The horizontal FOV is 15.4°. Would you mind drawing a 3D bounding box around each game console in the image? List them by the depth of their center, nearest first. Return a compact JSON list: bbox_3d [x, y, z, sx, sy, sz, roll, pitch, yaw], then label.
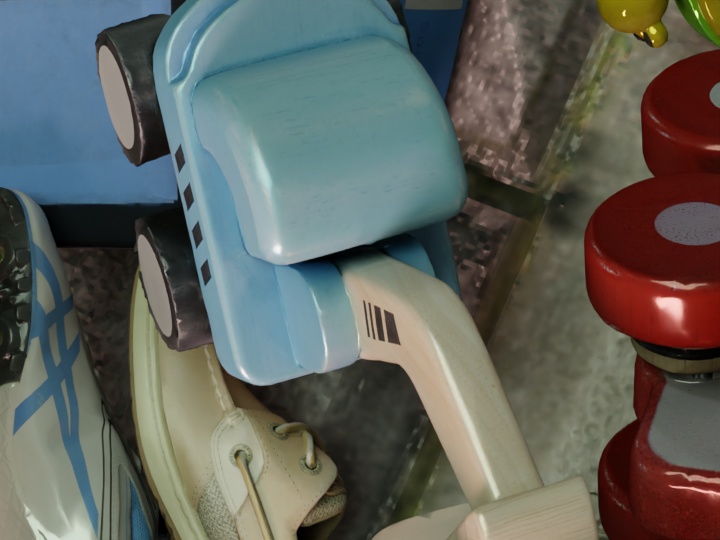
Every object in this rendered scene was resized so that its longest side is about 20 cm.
[{"bbox_3d":[-0.113,-0.097,0.967,0.199,0.031,0.178,2,100,29],"label":"game console"}]

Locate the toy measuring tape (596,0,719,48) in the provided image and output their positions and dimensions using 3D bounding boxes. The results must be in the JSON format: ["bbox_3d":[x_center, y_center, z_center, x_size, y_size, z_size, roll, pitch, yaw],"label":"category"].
[{"bbox_3d":[0.176,-0.121,0.922,0.199,0.074,0.074,-24,67,-4],"label":"toy measuring tape"}]

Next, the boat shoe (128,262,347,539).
[{"bbox_3d":[-0.034,0.084,0.945,0.065,0.072,0.201,-16,73,9],"label":"boat shoe"}]

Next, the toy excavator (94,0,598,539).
[{"bbox_3d":[0.000,0.000,0.823,0.100,0.200,0.195,-15,98,-16],"label":"toy excavator"}]

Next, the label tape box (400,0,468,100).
[{"bbox_3d":[-0.057,-0.123,0.986,0.199,0.066,0.144,19,104,24],"label":"label tape box"}]

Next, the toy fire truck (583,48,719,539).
[{"bbox_3d":[0.162,0.017,0.822,0.167,0.112,0.200,4,33,17],"label":"toy fire truck"}]

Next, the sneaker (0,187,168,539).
[{"bbox_3d":[-0.110,0.068,0.961,0.072,0.072,0.201,-13,87,44],"label":"sneaker"}]

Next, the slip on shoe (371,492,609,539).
[{"bbox_3d":[0.098,0.109,0.882,0.199,0.076,0.061,-3,75,14],"label":"slip on shoe"}]
